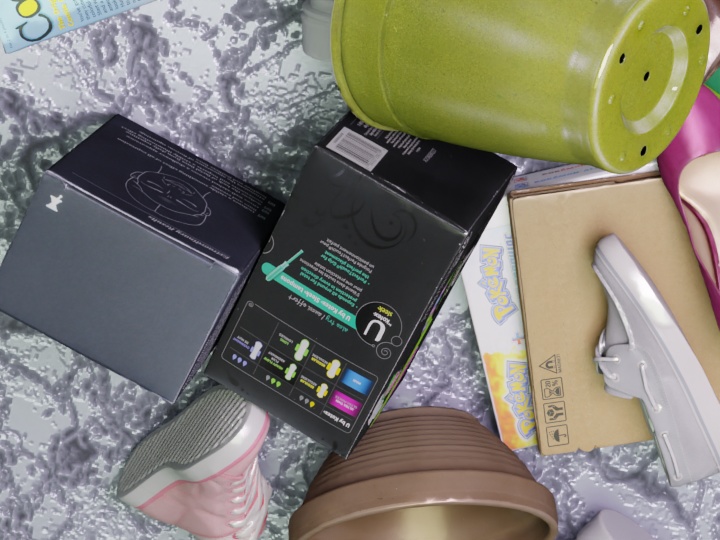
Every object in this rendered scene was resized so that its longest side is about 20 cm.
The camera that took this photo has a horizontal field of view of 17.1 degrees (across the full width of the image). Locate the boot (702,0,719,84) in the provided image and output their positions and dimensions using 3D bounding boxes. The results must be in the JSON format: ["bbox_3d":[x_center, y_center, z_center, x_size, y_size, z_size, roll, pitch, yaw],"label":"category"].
[{"bbox_3d":[0.211,-0.226,1.603,0.186,0.064,0.201,-49,61,51],"label":"boot"}]

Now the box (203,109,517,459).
[{"bbox_3d":[0.000,0.000,1.685,0.124,0.149,0.201,30,117,5],"label":"box"}]

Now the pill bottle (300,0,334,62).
[{"bbox_3d":[0.008,-0.248,1.646,0.114,0.114,0.201,1,108,0],"label":"pill bottle"}]

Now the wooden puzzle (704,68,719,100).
[{"bbox_3d":[0.283,-0.136,1.655,0.199,0.037,0.186,-2,125,47],"label":"wooden puzzle"}]

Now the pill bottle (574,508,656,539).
[{"bbox_3d":[0.154,0.285,1.824,0.113,0.113,0.200,37,105,-11],"label":"pill bottle"}]

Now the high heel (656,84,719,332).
[{"bbox_3d":[0.257,-0.032,1.661,0.067,0.096,0.201,-21,108,2],"label":"high heel"}]

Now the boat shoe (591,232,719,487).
[{"bbox_3d":[0.203,0.068,1.710,0.068,0.072,0.201,-28,117,5],"label":"boat shoe"}]

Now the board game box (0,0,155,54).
[{"bbox_3d":[-0.165,-0.240,1.655,0.199,0.103,0.105,-19,108,6],"label":"board game box"}]

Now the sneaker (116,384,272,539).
[{"bbox_3d":[-0.094,0.149,1.763,0.104,0.076,0.200,32,148,-17],"label":"sneaker"}]

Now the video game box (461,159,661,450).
[{"bbox_3d":[0.170,0.019,1.772,0.181,0.047,0.201,-13,108,6],"label":"video game box"}]

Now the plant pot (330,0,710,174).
[{"bbox_3d":[0.116,-0.154,1.570,0.192,0.200,0.201,27,112,34],"label":"plant pot"}]

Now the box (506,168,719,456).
[{"bbox_3d":[0.198,0.029,1.739,0.162,0.021,0.201,-8,107,0],"label":"box"}]

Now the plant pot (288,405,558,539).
[{"bbox_3d":[0.044,0.159,1.771,0.199,0.201,0.093,-5,68,2],"label":"plant pot"}]

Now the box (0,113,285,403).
[{"bbox_3d":[-0.150,-0.013,1.669,0.148,0.200,0.107,28,106,1],"label":"box"}]
